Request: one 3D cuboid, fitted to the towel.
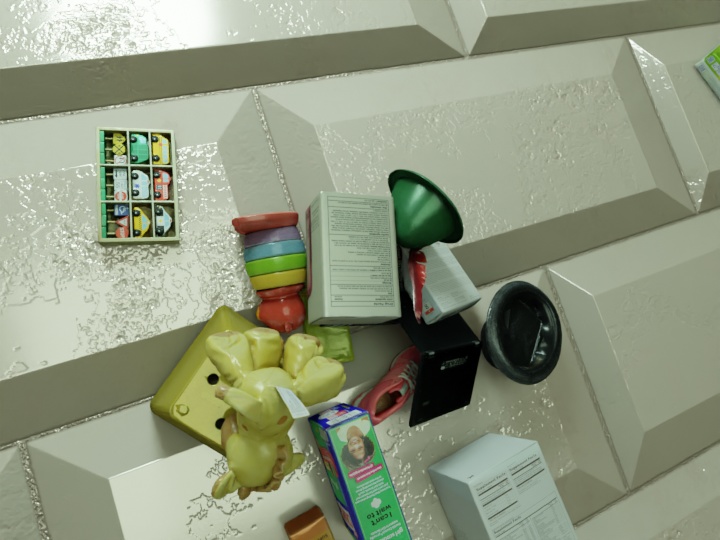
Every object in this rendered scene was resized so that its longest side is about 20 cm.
[{"bbox_3d":[-0.066,0.070,0.911,0.086,0.018,0.200,-7,81,-18],"label":"towel"}]

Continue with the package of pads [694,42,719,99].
[{"bbox_3d":[1.026,-0.555,1.373,0.200,0.068,0.155,-38,90,-20],"label":"package of pads"}]

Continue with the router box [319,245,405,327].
[{"bbox_3d":[0.000,0.000,0.918,0.157,0.052,0.200,2,78,-26],"label":"router box"}]

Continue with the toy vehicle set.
[{"bbox_3d":[-0.375,-0.142,0.850,0.124,0.027,0.200,-3,79,-18],"label":"toy vehicle set"}]

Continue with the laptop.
[{"bbox_3d":[0.121,0.148,0.910,0.187,0.116,0.200,-1,103,-46],"label":"laptop"}]

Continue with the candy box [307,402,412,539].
[{"bbox_3d":[-0.007,0.322,0.795,0.077,0.169,0.200,-20,85,-17],"label":"candy box"}]

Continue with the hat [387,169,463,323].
[{"bbox_3d":[0.060,-0.052,0.843,0.176,0.200,0.166,-45,114,-14],"label":"hat"}]

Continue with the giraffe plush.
[{"bbox_3d":[-0.114,0.183,0.614,0.172,0.200,0.162,10,108,-17],"label":"giraffe plush"}]

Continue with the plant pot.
[{"bbox_3d":[-0.185,0.181,0.756,0.200,0.176,0.200,35,75,-8],"label":"plant pot"}]

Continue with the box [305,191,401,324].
[{"bbox_3d":[-0.016,-0.015,0.821,0.128,0.109,0.200,2,78,-20],"label":"box"}]

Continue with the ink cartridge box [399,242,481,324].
[{"bbox_3d":[0.124,-0.005,0.943,0.162,0.050,0.200,-11,62,-52],"label":"ink cartridge box"}]

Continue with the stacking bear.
[{"bbox_3d":[-0.144,0.008,0.856,0.114,0.121,0.200,-10,91,-11],"label":"stacking bear"}]

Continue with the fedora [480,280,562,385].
[{"bbox_3d":[0.294,0.122,0.972,0.200,0.092,0.201,9,70,-25],"label":"fedora"}]

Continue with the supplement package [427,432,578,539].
[{"bbox_3d":[0.244,0.412,0.866,0.151,0.152,0.200,-20,85,-21],"label":"supplement package"}]

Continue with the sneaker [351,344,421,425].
[{"bbox_3d":[0.073,0.205,0.889,0.200,0.087,0.074,-42,93,-23],"label":"sneaker"}]

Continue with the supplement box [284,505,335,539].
[{"bbox_3d":[-0.051,0.489,0.800,0.066,0.069,0.200,-23,88,-19],"label":"supplement box"}]
